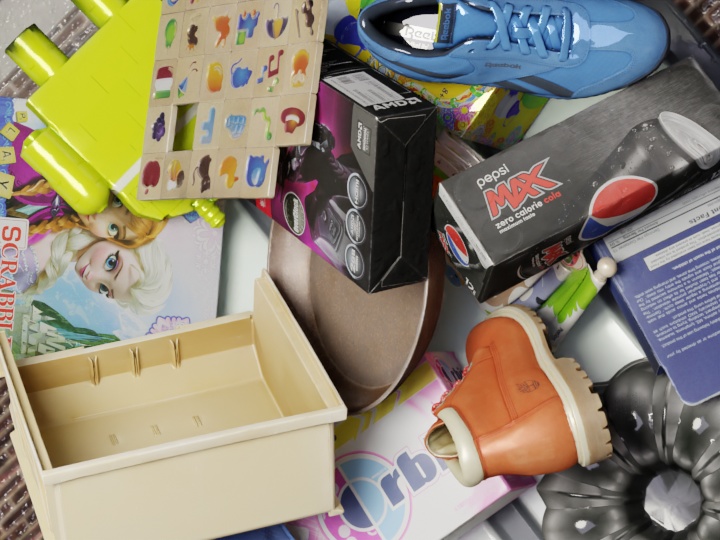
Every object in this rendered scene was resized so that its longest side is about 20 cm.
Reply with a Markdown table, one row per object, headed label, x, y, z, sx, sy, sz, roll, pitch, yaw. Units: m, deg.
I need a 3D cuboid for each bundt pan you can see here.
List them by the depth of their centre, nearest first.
| label | x | y | z | sx | sy | sz | roll | pitch | yaw |
| --- | --- | --- | --- | --- | --- | --- | --- | --- | --- |
| bundt pan | 0.207 | 0.156 | 1.371 | 0.201 | 0.076 | 0.203 | -1 | 88 | 22 |

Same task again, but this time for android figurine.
| label | x | y | z | sx | sy | sz | roll | pitch | yaw |
| --- | --- | --- | --- | --- | --- | --- | --- | --- | --- |
| android figurine | -0.155 | -0.119 | 1.478 | 0.182 | 0.041 | 0.200 | -44 | 95 | -10 |

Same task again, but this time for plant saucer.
| label | x | y | z | sx | sy | sz | roll | pitch | yaw |
| --- | --- | --- | --- | --- | --- | --- | --- | --- | --- |
| plant saucer | 0.000 | 0.000 | 1.415 | 0.200 | 0.034 | 0.201 | -3 | 87 | 55 |

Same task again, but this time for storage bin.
| label | x | y | z | sx | sy | sz | roll | pitch | yaw |
| --- | --- | --- | --- | --- | --- | --- | --- | --- | --- |
| storage bin | -0.133 | 0.096 | 1.393 | 0.199 | 0.199 | 0.094 | -12 | 125 | -15 |

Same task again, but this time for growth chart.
| label | x | y | z | sx | sy | sz | roll | pitch | yaw |
| --- | --- | --- | --- | --- | --- | --- | --- | --- | --- |
| growth chart | 0.081 | -0.026 | 1.413 | 0.200 | 0.018 | 0.145 | 40 | 147 | 14 |

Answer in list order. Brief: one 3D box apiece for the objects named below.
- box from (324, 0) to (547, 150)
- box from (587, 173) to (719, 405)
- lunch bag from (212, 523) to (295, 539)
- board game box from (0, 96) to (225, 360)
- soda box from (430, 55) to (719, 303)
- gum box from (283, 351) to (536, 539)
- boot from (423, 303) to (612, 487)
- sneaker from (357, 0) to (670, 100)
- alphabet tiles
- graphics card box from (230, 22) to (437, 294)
| label | x | y | z | sx | sy | sz | roll | pitch | yaw |
| --- | --- | --- | --- | --- | --- | --- | --- | --- | --- |
| box | 0.072 | -0.220 | 1.418 | 0.192 | 0.122 | 0.200 | 37 | 101 | 18 |
| box | 0.220 | -0.015 | 1.365 | 0.121 | 0.032 | 0.200 | -25 | 70 | -5 |
| lunch bag | -0.135 | 0.243 | 1.439 | 0.136 | 0.132 | 0.200 | 52 | 142 | 19 |
| board game box | -0.201 | -0.022 | 1.508 | 0.199 | 0.041 | 0.201 | 4 | 90 | -11 |
| soda box | 0.146 | -0.059 | 1.319 | 0.200 | 0.063 | 0.071 | -28 | 72 | -16 |
| gum box | 0.009 | 0.160 | 1.455 | 0.200 | 0.066 | 0.114 | -37 | 76 | 17 |
| boot | 0.085 | 0.083 | 1.357 | 0.107 | 0.200 | 0.075 | -19 | 108 | -5 |
| sneaker | 0.094 | -0.147 | 1.302 | 0.200 | 0.078 | 0.066 | 5 | 89 | 19 |
| alphabet tiles | -0.087 | -0.131 | 1.379 | 0.200 | 0.008 | 0.168 | 2 | 83 | 53 |
| graphics card box | -0.023 | -0.081 | 1.360 | 0.200 | 0.051 | 0.126 | 37 | 131 | 49 |
